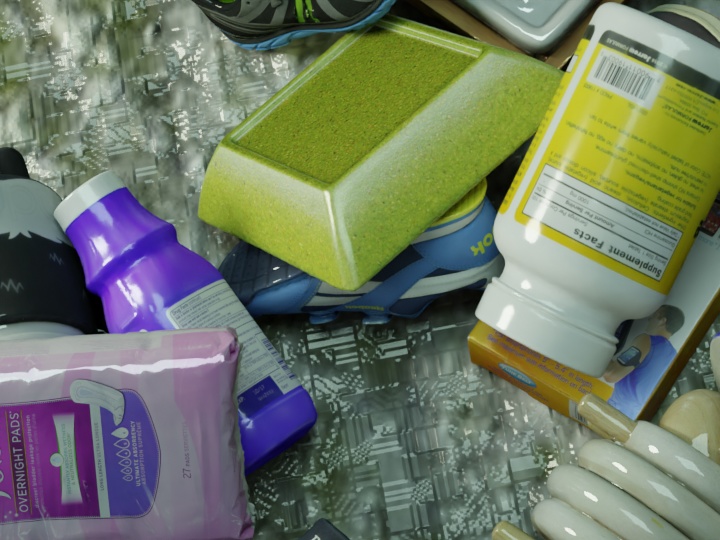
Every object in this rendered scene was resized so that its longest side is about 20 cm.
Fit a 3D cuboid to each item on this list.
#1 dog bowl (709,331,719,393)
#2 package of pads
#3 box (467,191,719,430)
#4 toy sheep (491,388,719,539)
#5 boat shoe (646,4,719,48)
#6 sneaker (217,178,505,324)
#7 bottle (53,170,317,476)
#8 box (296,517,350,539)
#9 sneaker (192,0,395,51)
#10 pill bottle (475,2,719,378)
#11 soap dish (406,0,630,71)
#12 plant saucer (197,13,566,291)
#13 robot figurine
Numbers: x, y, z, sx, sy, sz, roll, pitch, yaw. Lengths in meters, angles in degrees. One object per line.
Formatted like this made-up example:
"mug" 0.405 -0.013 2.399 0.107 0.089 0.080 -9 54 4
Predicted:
"dog bowl" 0.278 0.103 1.297 0.078 0.200 0.201 -28 64 -5
"package of pads" -0.161 0.098 1.330 0.198 0.076 0.122 -4 100 -1
"box" 0.168 -0.001 1.451 0.119 0.042 0.201 29 73 19
"toy sheep" 0.154 0.156 1.331 0.137 0.138 0.201 33 87 20
"boat shoe" 0.215 -0.101 1.448 0.064 0.072 0.200 -16 43 -21
"sneaker" 0.000 0.000 1.450 0.199 0.082 0.074 -14 40 25
"bottle" -0.111 0.032 1.417 0.065 0.083 0.200 -40 84 31
"box" -0.023 0.271 1.256 0.200 0.118 0.196 -40 35 -13
"sneaker" -0.039 -0.194 1.496 0.199 0.082 0.071 -14 57 44
"pill bottle" 0.147 -0.045 1.366 0.112 0.112 0.201 28 95 18
"soap dish" 0.096 -0.220 1.542 0.200 0.081 0.157 37 74 21
"plant saucer" 0.005 -0.090 1.446 0.200 0.048 0.199 -41 32 -16
"robot figurine" -0.230 0.023 1.443 0.149 0.125 0.201 -20 63 4
